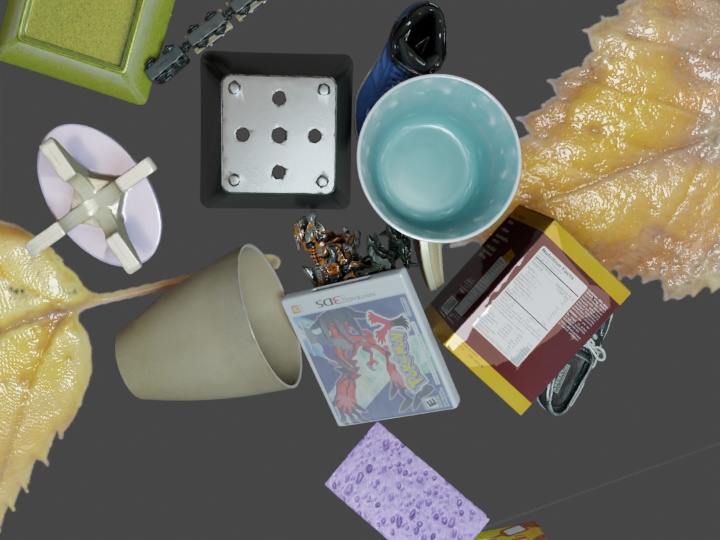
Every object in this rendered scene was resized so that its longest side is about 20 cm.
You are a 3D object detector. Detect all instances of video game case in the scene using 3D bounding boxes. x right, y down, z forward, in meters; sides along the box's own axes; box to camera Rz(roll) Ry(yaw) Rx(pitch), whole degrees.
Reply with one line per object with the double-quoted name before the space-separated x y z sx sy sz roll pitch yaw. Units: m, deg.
"video game case" 0.012 0.103 1.387 0.181 0.023 0.202 -13 113 28

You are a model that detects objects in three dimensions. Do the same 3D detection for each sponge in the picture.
"sponge" 0.061 0.308 1.439 0.200 0.030 0.112 40 79 8

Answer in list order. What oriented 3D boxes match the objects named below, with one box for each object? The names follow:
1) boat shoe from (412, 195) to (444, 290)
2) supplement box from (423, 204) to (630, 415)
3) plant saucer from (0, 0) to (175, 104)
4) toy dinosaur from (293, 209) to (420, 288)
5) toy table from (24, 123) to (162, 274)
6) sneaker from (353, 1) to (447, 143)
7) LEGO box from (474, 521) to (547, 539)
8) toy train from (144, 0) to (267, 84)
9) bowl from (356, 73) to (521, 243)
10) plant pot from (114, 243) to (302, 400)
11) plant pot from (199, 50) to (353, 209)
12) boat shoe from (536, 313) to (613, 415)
"boat shoe" 0.100 -0.076 1.406 0.064 0.072 0.203 -6 94 -3
"supplement box" 0.202 0.042 1.367 0.133 0.197 0.200 42 93 -9
"plant saucer" -0.338 -0.331 1.335 0.198 0.048 0.202 17 96 -8
"toy dinosaur" 0.000 0.000 1.406 0.135 0.103 0.200 -36 116 29
"toy table" -0.330 -0.087 1.339 0.200 0.117 0.184 44 93 -11
"sneaker" 0.049 -0.243 1.353 0.076 0.111 0.202 25 96 -9
"LEGO box" 0.165 0.447 1.485 0.198 0.077 0.151 -11 100 -4
"toy train" -0.187 -0.302 1.355 0.199 0.046 0.034 -39 85 2
"bowl" 0.087 -0.130 1.321 0.198 0.105 0.203 0 87 -8
"plant pot" -0.201 0.087 1.359 0.198 0.187 0.189 -19 100 12
"plant pot" -0.101 -0.169 1.318 0.197 0.177 0.203 1 98 -6
"boat shoe" 0.293 0.099 1.450 0.073 0.068 0.201 27 95 -9
